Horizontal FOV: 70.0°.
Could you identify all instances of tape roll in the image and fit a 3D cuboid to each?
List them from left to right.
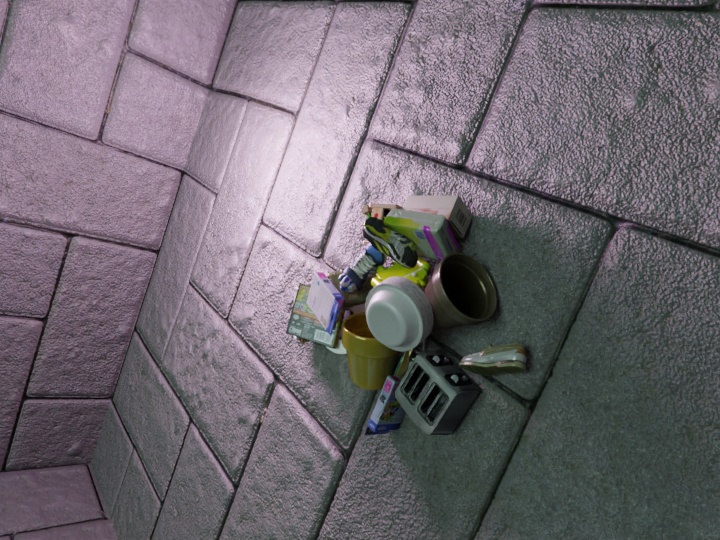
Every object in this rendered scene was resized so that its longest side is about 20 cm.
[{"bbox_3d":[-0.053,0.185,1.756,0.199,0.037,0.207,-6,77,25],"label":"tape roll"}]

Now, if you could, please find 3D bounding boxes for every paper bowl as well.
[{"bbox_3d":[0.095,0.128,1.424,0.198,0.104,0.205,20,122,35],"label":"paper bowl"}]

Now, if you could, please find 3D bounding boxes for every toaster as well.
[{"bbox_3d":[0.210,0.350,1.460,0.181,0.117,0.202,45,113,42],"label":"toaster"}]

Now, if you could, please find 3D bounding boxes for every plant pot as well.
[{"bbox_3d":[0.037,0.256,1.613,0.199,0.198,0.193,23,118,46],"label":"plant pot"},{"bbox_3d":[0.255,0.081,1.447,0.174,0.197,0.204,-46,50,50],"label":"plant pot"}]

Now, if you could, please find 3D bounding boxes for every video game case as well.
[{"bbox_3d":[-0.149,0.153,1.771,0.197,0.025,0.184,13,84,26],"label":"video game case"}]

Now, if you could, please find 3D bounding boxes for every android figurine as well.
[{"bbox_3d":[0.125,0.019,1.540,0.200,0.179,0.042,44,156,60],"label":"android figurine"}]

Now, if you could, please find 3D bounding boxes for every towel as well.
[{"bbox_3d":[-0.014,0.052,1.729,0.037,0.196,0.150,93,160,-55],"label":"towel"}]

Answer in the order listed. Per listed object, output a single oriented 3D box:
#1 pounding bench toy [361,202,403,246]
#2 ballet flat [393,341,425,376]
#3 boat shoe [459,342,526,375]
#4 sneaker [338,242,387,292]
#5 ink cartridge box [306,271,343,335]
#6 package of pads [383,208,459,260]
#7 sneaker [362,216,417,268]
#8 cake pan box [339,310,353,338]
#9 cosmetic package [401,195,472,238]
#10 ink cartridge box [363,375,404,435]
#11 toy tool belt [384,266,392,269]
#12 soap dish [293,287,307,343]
[{"bbox_3d":[0.073,-0.130,1.706,0.198,0.123,0.159,11,89,46],"label":"pounding bench toy"},{"bbox_3d":[0.158,0.255,1.578,0.062,0.068,0.204,20,98,16],"label":"ballet flat"},{"bbox_3d":[0.356,0.236,1.378,0.198,0.074,0.070,-11,53,46],"label":"boat shoe"},{"bbox_3d":[0.000,0.000,1.625,0.081,0.146,0.200,44,145,4],"label":"sneaker"},{"bbox_3d":[-0.110,0.105,1.660,0.200,0.041,0.121,48,128,51],"label":"ink cartridge box"},{"bbox_3d":[0.183,-0.104,1.530,0.198,0.155,0.069,15,64,38],"label":"package of pads"},{"bbox_3d":[0.088,-0.080,1.536,0.075,0.200,0.085,-47,0,-19],"label":"sneaker"},{"bbox_3d":[-0.082,0.165,1.852,0.198,0.052,0.188,-14,73,43],"label":"cake pan box"},{"bbox_3d":[0.225,-0.164,1.561,0.198,0.103,0.088,9,66,48],"label":"cosmetic package"},{"bbox_3d":[0.093,0.419,1.563,0.042,0.118,0.203,32,103,42],"label":"ink cartridge box"},{"bbox_3d":[0.121,0.060,1.610,0.123,0.124,0.201,-48,32,19],"label":"toy tool belt"},{"bbox_3d":[-0.204,0.157,1.905,0.157,0.079,0.205,180,93,-77],"label":"soap dish"}]
